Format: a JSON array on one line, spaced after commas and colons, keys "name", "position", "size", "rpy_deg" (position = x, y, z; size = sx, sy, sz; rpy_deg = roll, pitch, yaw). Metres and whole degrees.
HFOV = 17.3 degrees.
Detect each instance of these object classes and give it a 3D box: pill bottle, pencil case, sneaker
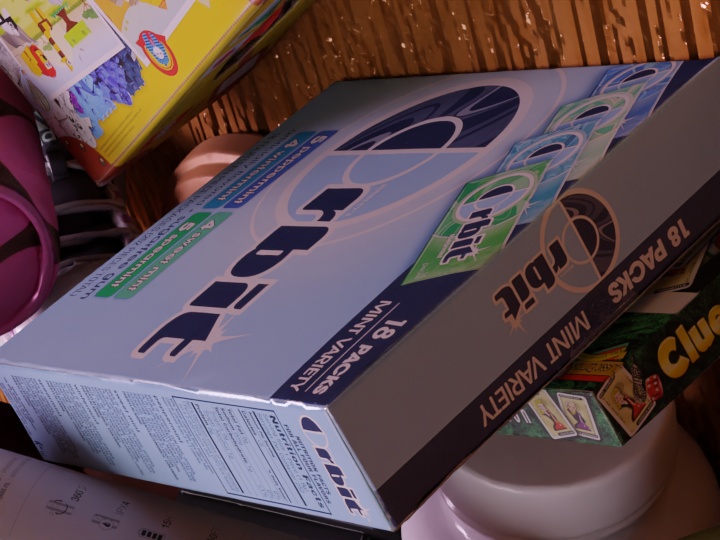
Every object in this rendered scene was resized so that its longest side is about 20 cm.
[{"name": "pill bottle", "position": [0.073, 0.111, 0.823], "size": [0.111, 0.111, 0.201], "rpy_deg": [29, 147, 34]}, {"name": "pencil case", "position": [-0.171, -0.068, 0.890], "size": [0.201, 0.093, 0.091], "rpy_deg": [-109, 16, -45]}, {"name": "sneaker", "position": [-0.122, -0.028, 0.945], "size": [0.200, 0.077, 0.141], "rpy_deg": [165, 98, -72]}]

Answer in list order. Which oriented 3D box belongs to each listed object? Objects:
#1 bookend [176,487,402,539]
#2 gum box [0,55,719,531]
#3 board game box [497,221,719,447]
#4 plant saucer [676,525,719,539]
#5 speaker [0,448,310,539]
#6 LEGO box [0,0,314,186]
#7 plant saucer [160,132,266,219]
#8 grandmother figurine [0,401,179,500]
[{"name": "bookend", "position": [-0.025, 0.190, 0.891], "size": [0.091, 0.200, 0.200], "rpy_deg": [10, 162, 20]}, {"name": "gum box", "position": [0.000, 0.000, 0.728], "size": [0.199, 0.170, 0.045], "rpy_deg": [4, 129, 55]}, {"name": "board game box", "position": [0.046, 0.011, 0.745], "size": [0.199, 0.105, 0.024], "rpy_deg": [0, 127, 55]}, {"name": "plant saucer", "position": [0.148, 0.136, 0.738], "size": [0.198, 0.031, 0.201], "rpy_deg": [5, 135, 5]}, {"name": "speaker", "position": [-0.068, 0.110, 0.744], "size": [0.199, 0.082, 0.081], "rpy_deg": [15, 146, 6]}, {"name": "LEGO box", "position": [-0.079, -0.134, 0.779], "size": [0.149, 0.077, 0.200], "rpy_deg": [51, 153, -1]}, {"name": "plant saucer", "position": [-0.013, 0.038, 0.942], "size": [0.200, 0.037, 0.201], "rpy_deg": [37, 151, 25]}, {"name": "grandmother figurine", "position": [-0.122, 0.068, 0.878], "size": [0.121, 0.061, 0.200], "rpy_deg": [16, 177, 28]}]
